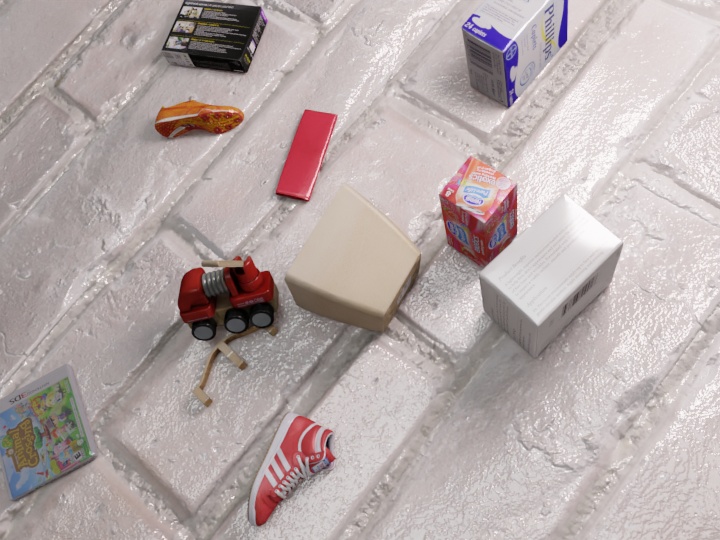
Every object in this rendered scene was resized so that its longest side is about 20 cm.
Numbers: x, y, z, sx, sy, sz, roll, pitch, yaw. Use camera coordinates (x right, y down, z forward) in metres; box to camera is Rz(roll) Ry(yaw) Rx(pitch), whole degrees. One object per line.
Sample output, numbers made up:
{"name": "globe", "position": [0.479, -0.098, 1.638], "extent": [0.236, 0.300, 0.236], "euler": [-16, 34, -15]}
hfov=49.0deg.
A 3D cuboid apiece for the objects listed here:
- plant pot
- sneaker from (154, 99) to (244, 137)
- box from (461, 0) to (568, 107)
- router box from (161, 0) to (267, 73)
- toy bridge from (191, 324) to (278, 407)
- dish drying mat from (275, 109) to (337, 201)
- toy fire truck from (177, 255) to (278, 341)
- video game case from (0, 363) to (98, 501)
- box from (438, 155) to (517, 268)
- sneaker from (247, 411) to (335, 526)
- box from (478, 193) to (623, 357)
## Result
{"name": "plant pot", "position": [0.000, 0.000, 1.411], "extent": [0.176, 0.200, 0.201], "euler": [30, 77, 10]}
{"name": "sneaker", "position": [-0.344, -0.335, 1.682], "extent": [0.198, 0.073, 0.078], "euler": [0, 58, 10]}
{"name": "box", "position": [0.302, -0.455, 1.522], "extent": [0.105, 0.184, 0.200], "euler": [36, 80, 24]}
{"name": "router box", "position": [-0.324, -0.524, 1.762], "extent": [0.199, 0.051, 0.150], "euler": [12, 70, 17]}
{"name": "toy bridge", "position": [-0.241, 0.158, 1.482], "extent": [0.067, 0.027, 0.200], "euler": [38, 79, 24]}
{"name": "dish drying mat", "position": [-0.110, -0.237, 1.618], "extent": [0.076, 0.018, 0.201], "euler": [12, 71, 16]}
{"name": "toy fire truck", "position": [-0.256, 0.027, 1.425], "extent": [0.175, 0.201, 0.129], "euler": [-12, 41, 7]}
{"name": "video game case", "position": [-0.609, 0.306, 1.507], "extent": [0.181, 0.022, 0.201], "euler": [-28, 65, 1]}
{"name": "box", "position": [0.210, -0.095, 1.388], "extent": [0.099, 0.200, 0.096], "euler": [36, 77, 23]}
{"name": "sneaker", "position": [-0.112, 0.351, 1.351], "extent": [0.112, 0.071, 0.201], "euler": [14, 70, 21]}
{"name": "box", "position": [0.314, 0.014, 1.322], "extent": [0.199, 0.200, 0.131], "euler": [-43, 68, -6]}
